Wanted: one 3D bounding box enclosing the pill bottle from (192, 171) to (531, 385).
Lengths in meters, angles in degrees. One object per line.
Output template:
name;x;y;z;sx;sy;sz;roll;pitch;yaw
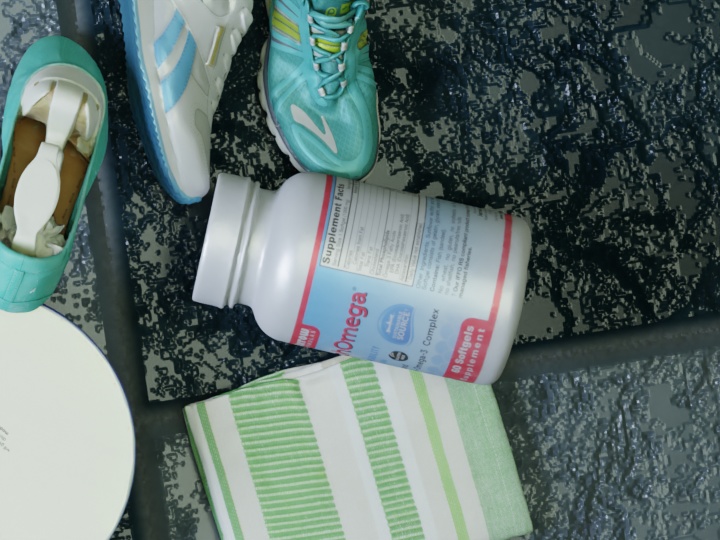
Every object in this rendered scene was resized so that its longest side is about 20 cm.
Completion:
pill bottle;0.000;0.000;1.644;0.199;0.109;0.109;12;86;-3

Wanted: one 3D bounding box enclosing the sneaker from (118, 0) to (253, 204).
sneaker;-0.106;-0.143;1.646;0.080;0.076;0.201;-6;92;-15

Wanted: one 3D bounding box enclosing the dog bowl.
dog bowl;-0.239;0.110;1.609;0.199;0.079;0.201;0;88;-12

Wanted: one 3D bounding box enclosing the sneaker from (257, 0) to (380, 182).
sneaker;-0.026;-0.152;1.661;0.077;0.080;0.201;-8;91;-13

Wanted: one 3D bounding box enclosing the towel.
towel;-0.002;0.126;1.692;0.199;0.023;0.153;-17;93;-14

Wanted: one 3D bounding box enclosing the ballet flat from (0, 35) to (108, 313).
ballet flat;-0.186;-0.070;1.590;0.067;0.070;0.201;18;58;-14
